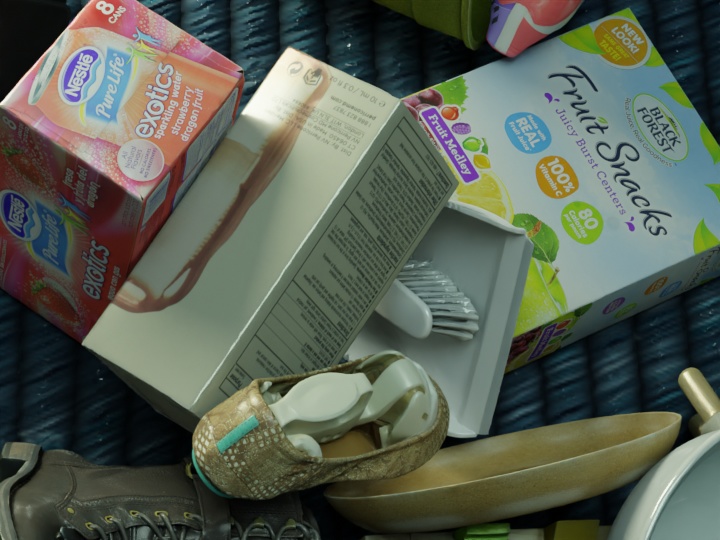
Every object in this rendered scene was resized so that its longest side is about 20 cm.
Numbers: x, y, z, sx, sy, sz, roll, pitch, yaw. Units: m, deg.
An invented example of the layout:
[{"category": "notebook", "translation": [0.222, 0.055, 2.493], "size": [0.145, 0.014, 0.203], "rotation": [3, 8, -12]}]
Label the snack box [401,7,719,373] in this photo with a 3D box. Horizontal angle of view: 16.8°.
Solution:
[{"category": "snack box", "translation": [0.117, -0.048, 1.470], "size": [0.199, 0.068, 0.169], "rotation": [-23, 70, -23]}]

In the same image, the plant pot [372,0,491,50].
[{"category": "plant pot", "translation": [0.007, -0.258, 1.496], "size": [0.192, 0.201, 0.201], "rotation": [17, 61, 10]}]

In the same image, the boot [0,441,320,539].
[{"category": "boot", "translation": [-0.107, 0.139, 1.286], "size": [0.173, 0.070, 0.200], "rotation": [3, 23, -7]}]

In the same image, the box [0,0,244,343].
[{"category": "box", "translation": [-0.140, -0.051, 1.341], "size": [0.094, 0.200, 0.103], "rotation": [34, 62, 6]}]

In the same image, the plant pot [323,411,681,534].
[{"category": "plant pot", "translation": [0.079, 0.112, 1.323], "size": [0.199, 0.200, 0.028], "rotation": [-13, 92, -18]}]

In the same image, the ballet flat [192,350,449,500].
[{"category": "ballet flat", "translation": [-0.003, 0.076, 1.281], "size": [0.200, 0.065, 0.071], "rotation": [-16, 67, -51]}]

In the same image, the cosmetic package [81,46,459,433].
[{"category": "cosmetic package", "translation": [-0.046, -0.005, 1.316], "size": [0.087, 0.103, 0.200], "rotation": [28, 77, 31]}]

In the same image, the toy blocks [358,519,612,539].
[{"category": "toy blocks", "translation": [0.074, 0.213, 1.328], "size": [0.199, 0.100, 0.137], "rotation": [0, 75, -13]}]

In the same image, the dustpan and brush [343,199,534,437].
[{"category": "dustpan and brush", "translation": [0.000, 0.000, 1.412], "size": [0.057, 0.140, 0.200], "rotation": [-13, 36, -41]}]

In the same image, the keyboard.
[{"category": "keyboard", "translation": [-0.230, -0.101, 1.370], "size": [0.021, 0.200, 0.128], "rotation": [19, 98, 21]}]

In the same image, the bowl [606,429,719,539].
[{"category": "bowl", "translation": [0.195, 0.169, 1.286], "size": [0.200, 0.090, 0.202], "rotation": [-2, 94, -32]}]

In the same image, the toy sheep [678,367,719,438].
[{"category": "toy sheep", "translation": [0.265, 0.099, 1.397], "size": [0.199, 0.138, 0.138], "rotation": [-26, 71, -3]}]

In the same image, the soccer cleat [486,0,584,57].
[{"category": "soccer cleat", "translation": [0.122, -0.194, 1.524], "size": [0.068, 0.073, 0.200], "rotation": [32, 27, 3]}]
